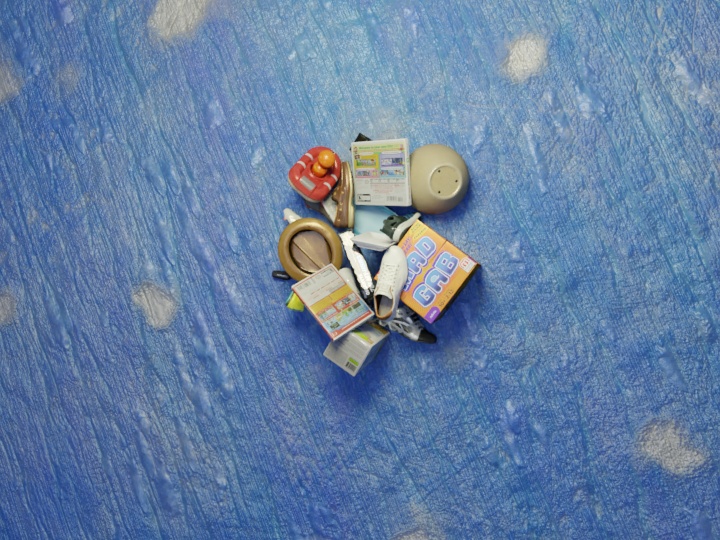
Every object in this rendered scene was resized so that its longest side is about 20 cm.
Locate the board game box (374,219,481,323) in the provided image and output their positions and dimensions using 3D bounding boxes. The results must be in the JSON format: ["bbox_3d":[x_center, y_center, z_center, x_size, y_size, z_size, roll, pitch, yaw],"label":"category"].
[{"bbox_3d":[0.193,0.003,1.556,0.200,0.200,0.200,38,99,12],"label":"board game box"}]

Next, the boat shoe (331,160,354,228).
[{"bbox_3d":[-0.053,-0.222,1.641,0.067,0.072,0.201,-2,93,-2],"label":"boat shoe"}]

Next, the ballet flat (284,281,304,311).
[{"bbox_3d":[-0.167,0.044,1.688,0.067,0.200,0.067,27,140,-9],"label":"ballet flat"}]

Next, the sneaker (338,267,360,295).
[{"bbox_3d":[-0.078,0.099,1.655,0.200,0.073,0.116,-50,49,31],"label":"sneaker"}]

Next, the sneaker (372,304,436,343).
[{"bbox_3d":[0.140,0.148,1.637,0.199,0.074,0.089,24,98,13],"label":"sneaker"}]

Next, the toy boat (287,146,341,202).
[{"bbox_3d":[-0.117,-0.302,1.634,0.130,0.200,0.131,39,133,-8],"label":"toy boat"}]

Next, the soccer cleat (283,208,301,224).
[{"bbox_3d":[-0.159,-0.121,1.720,0.078,0.069,0.200,-40,88,6],"label":"soccer cleat"}]

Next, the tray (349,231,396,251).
[{"bbox_3d":[0.047,-0.080,1.538,0.107,0.200,0.022,12,102,15],"label":"tray"}]

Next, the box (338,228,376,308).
[{"bbox_3d":[0.000,0.000,1.596,0.050,0.200,0.199,-23,78,-2],"label":"box"}]

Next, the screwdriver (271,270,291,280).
[{"bbox_3d":[-0.184,0.028,1.746,0.199,0.028,0.029,13,64,12],"label":"screwdriver"}]

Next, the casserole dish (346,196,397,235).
[{"bbox_3d":[0.038,-0.144,1.681,0.200,0.039,0.121,33,98,13],"label":"casserole dish"}]

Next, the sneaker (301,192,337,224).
[{"bbox_3d":[-0.127,-0.212,1.719,0.200,0.077,0.082,54,129,8],"label":"sneaker"}]

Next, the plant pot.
[{"bbox_3d":[0.219,-0.252,1.550,0.199,0.134,0.201,-1,101,-7],"label":"plant pot"}]

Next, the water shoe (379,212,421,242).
[{"bbox_3d":[0.115,-0.137,1.577,0.079,0.200,0.072,29,111,11],"label":"water shoe"}]

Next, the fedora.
[{"bbox_3d":[-0.145,-0.058,1.649,0.200,0.082,0.202,0,97,2],"label":"fedora"}]

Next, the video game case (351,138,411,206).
[{"bbox_3d":[0.058,-0.277,1.583,0.200,0.022,0.183,8,107,42],"label":"video game case"}]

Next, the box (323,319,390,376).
[{"bbox_3d":[-0.007,0.210,1.607,0.112,0.200,0.102,33,105,13],"label":"box"}]

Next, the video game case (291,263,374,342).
[{"bbox_3d":[-0.077,0.085,1.540,0.143,0.017,0.200,-31,67,-26],"label":"video game case"}]

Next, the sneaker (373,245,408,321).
[{"bbox_3d":[0.078,0.033,1.440,0.073,0.085,0.201,6,86,16],"label":"sneaker"}]

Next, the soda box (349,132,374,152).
[{"bbox_3d":[0.069,-0.329,1.655,0.200,0.071,0.063,33,96,12],"label":"soda box"}]
